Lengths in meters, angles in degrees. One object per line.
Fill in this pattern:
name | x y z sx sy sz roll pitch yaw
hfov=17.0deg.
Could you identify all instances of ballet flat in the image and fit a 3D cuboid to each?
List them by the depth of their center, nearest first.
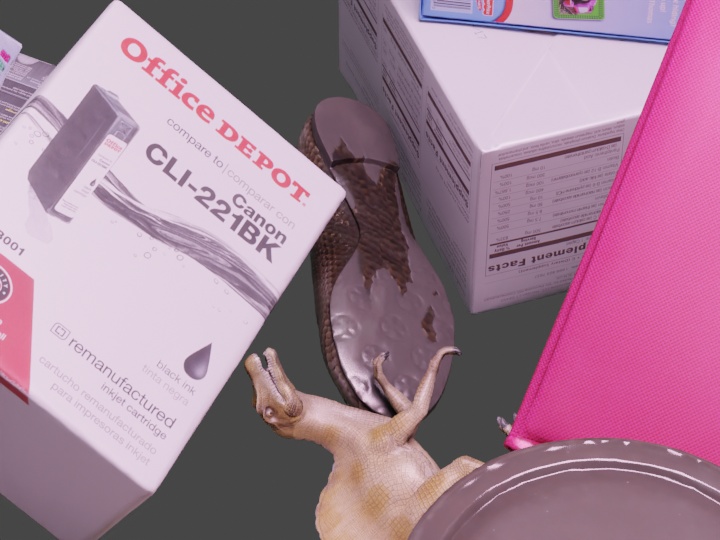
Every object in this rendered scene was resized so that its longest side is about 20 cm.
ballet flat | 0.000 0.000 1.162 0.067 0.046 0.200 8 47 -24

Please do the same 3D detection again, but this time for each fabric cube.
fabric cube | 0.197 0.027 0.966 0.196 0.200 0.200 21 83 19

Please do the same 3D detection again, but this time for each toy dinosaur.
toy dinosaur | 0.033 0.102 1.054 0.101 0.058 0.200 -38 68 -7

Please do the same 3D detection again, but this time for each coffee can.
coffee can | 0.083 0.180 0.861 0.146 0.200 0.147 0 44 0

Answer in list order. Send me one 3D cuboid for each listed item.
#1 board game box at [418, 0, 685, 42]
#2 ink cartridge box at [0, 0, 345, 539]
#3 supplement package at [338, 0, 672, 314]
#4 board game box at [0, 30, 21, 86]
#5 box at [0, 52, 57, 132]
board game box | 0.129 -0.174 1.098 0.199 0.152 0.037 7 43 6
ink cartridge box | -0.117 -0.001 1.081 0.144 0.084 0.200 40 50 -10
supplement package | 0.093 -0.098 1.207 0.155 0.111 0.200 -14 47 -14
board game box | -0.285 -0.054 1.127 0.200 0.043 0.199 22 83 26
box | -0.204 -0.045 1.197 0.200 0.048 0.158 20 49 19
